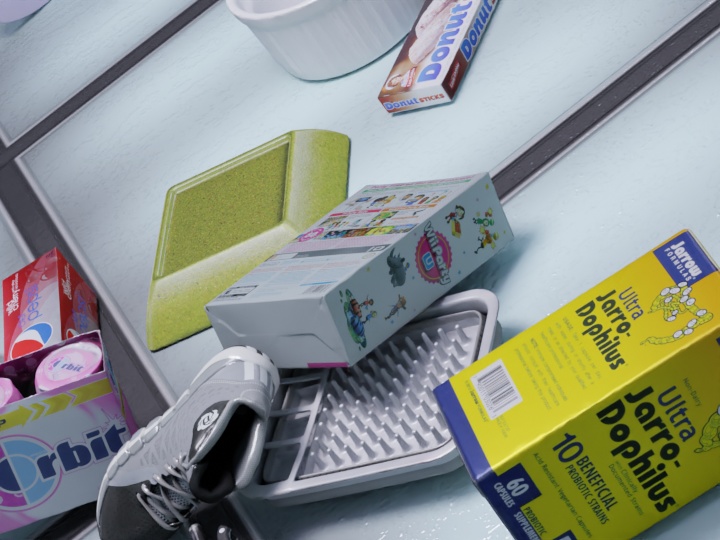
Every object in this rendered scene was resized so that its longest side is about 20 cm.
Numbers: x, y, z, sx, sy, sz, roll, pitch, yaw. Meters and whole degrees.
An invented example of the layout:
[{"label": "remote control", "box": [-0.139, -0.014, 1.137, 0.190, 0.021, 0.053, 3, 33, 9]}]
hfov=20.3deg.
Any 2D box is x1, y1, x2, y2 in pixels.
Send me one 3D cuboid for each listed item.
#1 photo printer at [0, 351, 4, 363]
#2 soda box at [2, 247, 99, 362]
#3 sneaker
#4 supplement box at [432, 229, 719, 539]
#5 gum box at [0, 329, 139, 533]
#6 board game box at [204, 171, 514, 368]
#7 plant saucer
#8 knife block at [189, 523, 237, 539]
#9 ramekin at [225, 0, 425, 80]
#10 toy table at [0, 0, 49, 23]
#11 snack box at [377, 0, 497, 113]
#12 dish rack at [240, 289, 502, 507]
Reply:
[{"label": "photo printer", "box": [-0.417, 0.138, 1.818, 0.199, 0.070, 0.167, 2, 48, 44]}, {"label": "soda box", "box": [-0.272, 0.068, 1.771, 0.063, 0.070, 0.200, -31, 33, 9]}, {"label": "sneaker", "box": [-0.132, 0.152, 1.472, 0.200, 0.075, 0.116, -53, 18, 16]}, {"label": "supplement box", "box": [0.165, 0.088, 1.284, 0.199, 0.109, 0.110, -33, 32, 5]}, {"label": "gum box", "box": [-0.281, 0.140, 1.602, 0.199, 0.114, 0.066, -19, 32, -2]}, {"label": "board game box", "box": [0.000, 0.000, 1.547, 0.147, 0.065, 0.200, -3, 27, 49]}, {"label": "plant saucer", "box": [-0.109, -0.042, 1.782, 0.199, 0.048, 0.201, -23, 34, 19]}, {"label": "knife block", "box": [-0.113, 0.267, 1.373, 0.175, 0.064, 0.201, -8, 42, 37]}, {"label": "ramekin", "box": [-0.023, -0.278, 1.958, 0.199, 0.098, 0.201, -25, 34, 18]}, {"label": "toy table", "box": [-0.429, -0.397, 2.443, 0.117, 0.185, 0.200, 24, 55, 36]}, {"label": "snack box", "box": [0.081, -0.223, 1.858, 0.071, 0.024, 0.201, -8, 41, 35]}, {"label": "dish rack", "box": [0.015, 0.102, 1.485, 0.199, 0.044, 0.172, -16, 37, 29]}]
